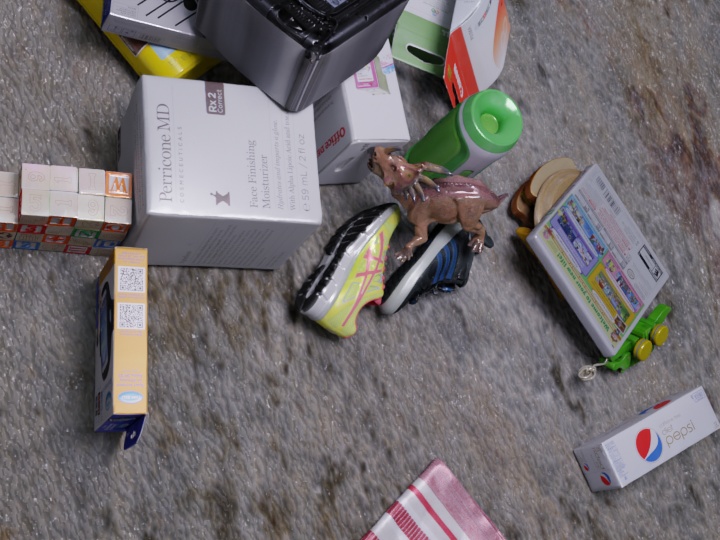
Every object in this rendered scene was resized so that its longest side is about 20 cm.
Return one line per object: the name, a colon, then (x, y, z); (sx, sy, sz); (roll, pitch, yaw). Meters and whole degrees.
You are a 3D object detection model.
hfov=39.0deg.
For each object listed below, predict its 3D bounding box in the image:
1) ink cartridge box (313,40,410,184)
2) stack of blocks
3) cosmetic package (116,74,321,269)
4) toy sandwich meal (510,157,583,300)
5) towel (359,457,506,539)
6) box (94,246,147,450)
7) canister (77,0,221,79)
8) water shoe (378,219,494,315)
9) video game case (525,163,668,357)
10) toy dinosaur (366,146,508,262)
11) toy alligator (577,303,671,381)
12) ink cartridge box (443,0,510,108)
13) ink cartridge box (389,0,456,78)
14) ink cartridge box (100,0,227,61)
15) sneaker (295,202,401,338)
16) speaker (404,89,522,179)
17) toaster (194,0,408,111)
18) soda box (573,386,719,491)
ink cartridge box: (-0.023, -0.225, 1.284); (0.084, 0.144, 0.202); (-2, 74, -28)
stack of blocks: (-0.356, -0.067, 1.098); (0.198, 0.115, 0.059); (4, 72, -23)
cosmetic package: (-0.168, -0.106, 1.167); (0.198, 0.165, 0.166); (2, 71, -24)
toy sandwich meal: (0.293, -0.053, 1.422); (0.204, 0.070, 0.207); (10, 72, -33)
towel: (0.077, 0.344, 1.217); (0.200, 0.023, 0.144); (-42, 92, -29)
box: (-0.258, 0.088, 1.091); (0.041, 0.119, 0.202); (6, 71, -22)
canister: (-0.256, -0.328, 1.246); (0.148, 0.086, 0.200); (-42, 95, -30)
water shoe: (0.105, -0.001, 1.313); (0.079, 0.071, 0.200); (46, 62, -7)
video game case: (0.325, -0.016, 1.377); (0.182, 0.022, 0.201); (-45, 105, -35)
toy dinosaur: (0.106, -0.090, 1.241); (0.198, 0.136, 0.086); (-3, 49, -14)
toy alligator: (0.367, 0.114, 1.408); (0.199, 0.059, 0.055); (-34, 130, -29)
ink cartridge box: (0.162, -0.302, 1.389); (0.050, 0.162, 0.202); (1, 66, 17)
ink cartridge box: (0.093, -0.353, 1.426); (0.103, 0.059, 0.202); (19, 67, -18)
ink cartridge box: (-0.199, -0.308, 1.194); (0.198, 0.044, 0.095); (9, 72, -27)
sneaker: (0.000, 0.000, 1.271); (0.090, 0.078, 0.201); (46, 62, -21)
speaker: (0.124, -0.154, 1.296); (0.088, 0.200, 0.089); (8, 71, -22)
toaster: (-0.071, -0.295, 1.134); (0.181, 0.119, 0.200); (41, 54, 9)
soda box: (0.388, 0.226, 1.370); (0.199, 0.068, 0.064); (-21, 83, -28)
